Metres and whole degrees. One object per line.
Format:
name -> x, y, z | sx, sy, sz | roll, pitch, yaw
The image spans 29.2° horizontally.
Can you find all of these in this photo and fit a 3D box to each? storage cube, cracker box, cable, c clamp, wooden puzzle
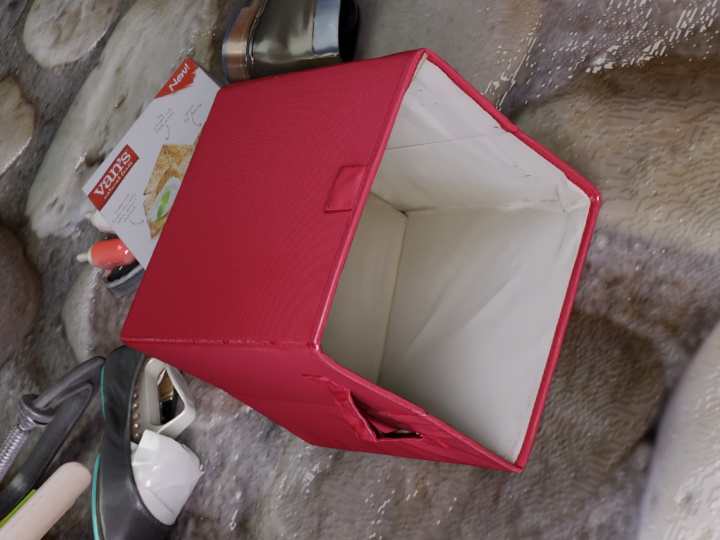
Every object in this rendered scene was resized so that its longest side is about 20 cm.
storage cube -> 0.000, 0.000, 0.793 | 0.180, 0.171, 0.200 | -1, 64, 48
cracker box -> -0.106, -0.050, 1.007 | 0.134, 0.058, 0.200 | -51, 49, 7
cable -> -0.152, -0.032, 1.082 | 0.200, 0.050, 0.097 | -8, 56, 45
c clamp -> -0.256, 0.148, 1.007 | 0.027, 0.171, 0.200 | 37, 100, 10
wooden puzzle -> -0.274, 0.220, 0.931 | 0.185, 0.037, 0.200 | -49, 1, -39

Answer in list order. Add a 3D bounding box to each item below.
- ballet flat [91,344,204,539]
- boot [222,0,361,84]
ballet flat -> -0.148, 0.122, 0.959 | 0.068, 0.068, 0.200 | -27, 45, 17
boot -> -0.032, -0.223, 1.096 | 0.097, 0.075, 0.200 | 3, 59, 25
